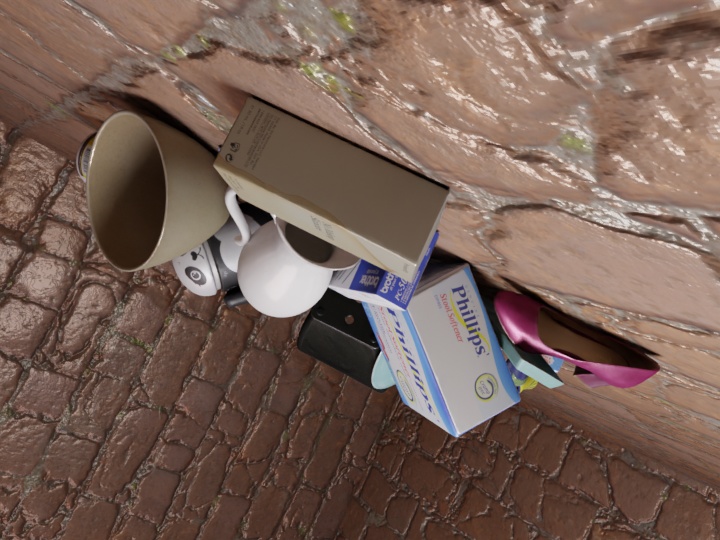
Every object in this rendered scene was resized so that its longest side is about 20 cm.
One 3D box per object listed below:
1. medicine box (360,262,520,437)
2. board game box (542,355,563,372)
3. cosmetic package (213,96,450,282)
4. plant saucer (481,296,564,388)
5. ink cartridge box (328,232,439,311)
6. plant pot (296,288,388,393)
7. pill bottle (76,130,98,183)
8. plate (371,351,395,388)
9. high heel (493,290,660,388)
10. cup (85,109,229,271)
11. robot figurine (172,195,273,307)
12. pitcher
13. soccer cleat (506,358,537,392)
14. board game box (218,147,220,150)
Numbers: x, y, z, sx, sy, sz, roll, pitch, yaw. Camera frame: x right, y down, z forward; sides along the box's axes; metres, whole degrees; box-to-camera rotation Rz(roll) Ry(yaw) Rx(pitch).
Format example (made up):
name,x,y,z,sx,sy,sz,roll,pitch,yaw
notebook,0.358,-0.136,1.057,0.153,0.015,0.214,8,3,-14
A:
name,x,y,z,sx,sy,sz,roll,pitch,yaw
medicine box,0.097,0.095,0.784,0.185,0.102,0.200,67,167,-6
board game box,0.242,0.114,0.945,0.149,0.037,0.200,25,178,14
cosmetic package,-0.024,-0.070,0.540,0.197,0.074,0.104,27,173,8
plant saucer,0.194,0.086,0.762,0.069,0.019,0.200,30,-166,-17
ink cartridge box,0.019,-0.011,0.712,0.044,0.095,0.200,27,172,-18
plant pot,0.000,0.078,1.076,0.197,0.202,0.178,25,161,11
pill bottle,-0.403,-0.173,1.036,0.198,0.111,0.109,24,172,26
plate,0.097,0.137,1.036,0.025,0.201,0.200,37,179,28
high heel,0.251,0.073,0.681,0.198,0.068,0.096,31,148,-19
cup,-0.261,-0.105,0.799,0.198,0.204,0.142,21,-164,35
robot figurine,-0.199,-0.038,0.927,0.151,0.197,0.126,52,155,42
pitcher,-0.105,-0.028,0.728,0.170,0.122,0.200,33,149,-11
soccer cleat,0.362,0.253,1.346,0.064,0.085,0.200,21,171,30
board game box,-0.118,-0.098,0.801,0.156,0.039,0.200,25,172,14
